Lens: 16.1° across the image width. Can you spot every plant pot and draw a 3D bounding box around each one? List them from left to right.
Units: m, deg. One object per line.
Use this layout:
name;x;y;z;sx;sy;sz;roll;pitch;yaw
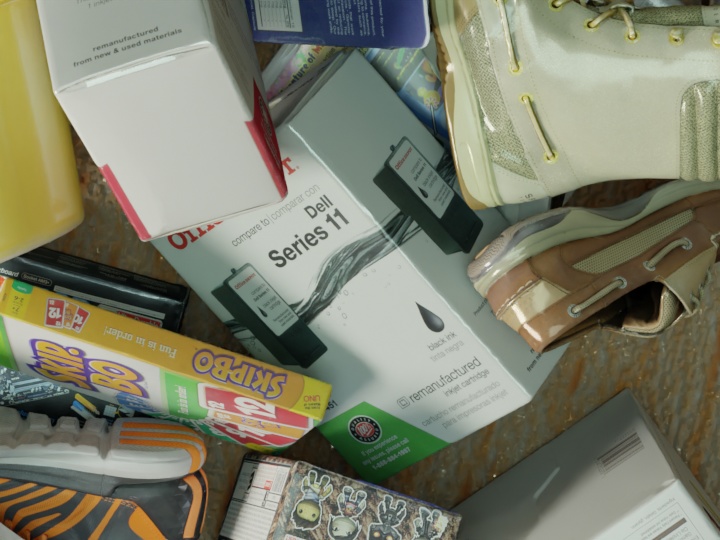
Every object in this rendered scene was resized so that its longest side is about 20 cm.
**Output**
plant pot;-0.236;-0.091;1.324;0.201;0.201;0.189;-19;98;2

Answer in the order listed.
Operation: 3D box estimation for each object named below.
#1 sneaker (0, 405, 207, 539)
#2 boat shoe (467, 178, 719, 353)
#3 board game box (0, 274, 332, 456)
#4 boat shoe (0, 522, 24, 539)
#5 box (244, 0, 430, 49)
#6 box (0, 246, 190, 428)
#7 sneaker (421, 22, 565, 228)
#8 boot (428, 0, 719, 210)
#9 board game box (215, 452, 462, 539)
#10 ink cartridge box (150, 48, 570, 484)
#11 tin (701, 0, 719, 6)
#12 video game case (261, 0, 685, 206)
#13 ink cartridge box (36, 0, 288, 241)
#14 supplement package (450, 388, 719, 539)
sneaker;-0.185;0.137;1.394;0.200;0.078;0.112;6;107;2
boat shoe;0.147;0.002;1.349;0.200;0.076;0.072;-15;67;-33
board game box;-0.122;0.050;1.368;0.200;0.096;0.030;21;69;-10
boat shoe;-0.212;0.161;1.339;0.070;0.066;0.200;-24;114;35
box;-0.020;-0.178;1.330;0.032;0.200;0.121;-13;104;-33
box;-0.212;0.061;1.439;0.200;0.046;0.159;15;100;-5
sneaker;0.074;-0.097;1.381;0.085;0.073;0.200;5;110;12
boot;0.115;-0.131;1.285;0.155;0.072;0.200;-4;112;12
board game box;-0.037;0.209;1.389;0.097;0.159;0.200;20;84;-11
ink cartridge box;0.000;0.000;1.382;0.200;0.083;0.147;48;135;-9
tin;0.250;-0.101;1.415;0.112;0.042;0.200;-7;109;3
video game case;0.059;-0.114;1.424;0.182;0.024;0.200;36;99;-8
ink cartridge box;-0.108;-0.139;1.271;0.086;0.148;0.200;-19;58;5
supplement package;0.128;0.172;1.393;0.156;0.200;0.111;-35;100;5
